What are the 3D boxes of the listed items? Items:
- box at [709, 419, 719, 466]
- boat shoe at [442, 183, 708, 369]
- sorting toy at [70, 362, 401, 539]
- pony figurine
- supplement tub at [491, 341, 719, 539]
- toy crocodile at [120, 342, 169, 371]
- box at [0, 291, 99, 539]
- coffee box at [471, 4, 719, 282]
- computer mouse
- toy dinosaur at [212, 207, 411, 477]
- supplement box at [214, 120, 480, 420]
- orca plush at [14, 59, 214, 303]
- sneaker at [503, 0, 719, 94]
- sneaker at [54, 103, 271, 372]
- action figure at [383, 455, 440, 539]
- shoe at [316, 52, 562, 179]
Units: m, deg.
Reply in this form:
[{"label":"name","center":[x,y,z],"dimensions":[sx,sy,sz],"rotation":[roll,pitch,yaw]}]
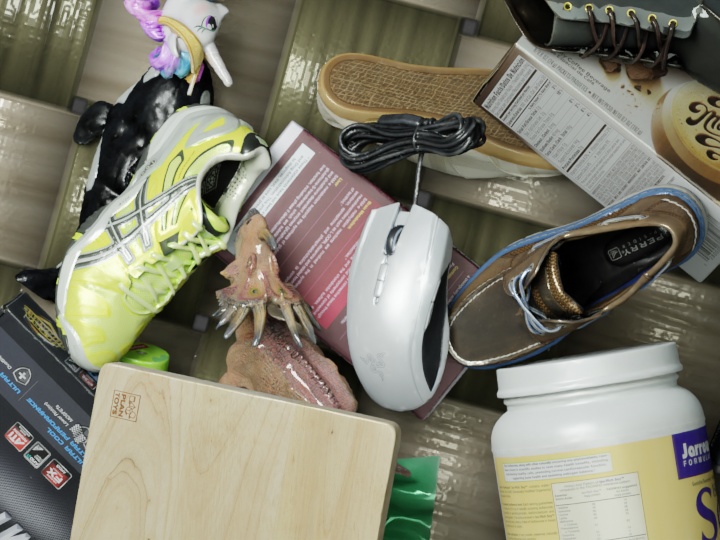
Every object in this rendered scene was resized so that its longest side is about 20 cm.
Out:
[{"label":"box","center":[0.319,0.059,1.641],"dimensions":[0.104,0.182,0.200],"rotation":[23,91,2]},{"label":"boat shoe","center":[0.129,0.006,1.622],"dimensions":[0.200,0.072,0.072],"rotation":[-34,90,22]},{"label":"sorting toy","center":[-0.080,0.174,1.597],"dimensions":[0.199,0.070,0.200],"rotation":[11,94,15]},{"label":"pony figurine","center":[-0.132,-0.240,1.693],"dimensions":[0.193,0.167,0.200],"rotation":[31,75,-5]},{"label":"supplement tub","center":[0.166,0.155,1.664],"dimensions":[0.145,0.145,0.200],"rotation":[-9,89,2]},{"label":"toy crocodile","center":[-0.192,0.075,1.724],"dimensions":[0.200,0.062,0.068],"rotation":[12,106,7]},{"label":"box","center":[-0.231,0.152,1.694],"dimensions":[0.199,0.050,0.200],"rotation":[-43,93,16]},{"label":"coffee box","center":[0.192,-0.104,1.677],"dimensions":[0.200,0.080,0.113],"rotation":[39,56,2]},{"label":"computer mouse","center":[0.026,-0.006,1.645],"dimensions":[0.110,0.044,0.200],"rotation":[4,91,33]},{"label":"toy dinosaur","center":[-0.042,0.071,1.647],"dimensions":[0.200,0.136,0.086],"rotation":[45,53,3]},{"label":"supplement box","center":[0.000,0.000,1.715],"dimensions":[0.200,0.061,0.109],"rotation":[39,92,3]},{"label":"orca plush","center":[-0.168,-0.064,1.717],"dimensions":[0.105,0.071,0.200],"rotation":[44,91,2]},{"label":"sneaker","center":[0.185,-0.150,1.605],"dimensions":[0.106,0.075,0.200],"rotation":[-35,62,-29]},{"label":"sneaker","center":[-0.133,-0.022,1.656],"dimensions":[0.075,0.076,0.200],"rotation":[35,80,-40]},{"label":"action figure","center":[-0.051,0.171,1.717],"dimensions":[0.200,0.055,0.118],"rotation":[8,91,2]},{"label":"shoe","center":[0.066,-0.103,1.724],"dimensions":[0.200,0.053,0.070],"rotation":[14,57,-2]}]
